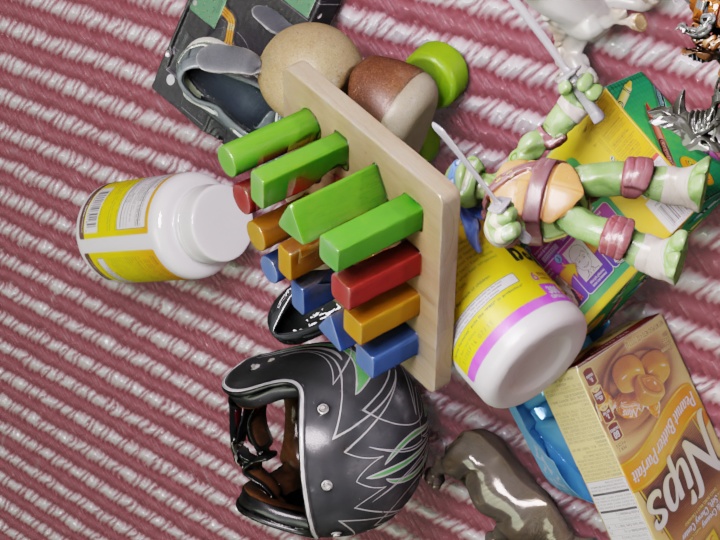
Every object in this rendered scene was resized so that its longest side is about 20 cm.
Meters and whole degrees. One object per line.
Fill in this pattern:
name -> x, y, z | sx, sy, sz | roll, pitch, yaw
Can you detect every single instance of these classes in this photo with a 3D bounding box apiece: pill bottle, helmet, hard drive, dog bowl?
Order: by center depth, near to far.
pill bottle -> 0.082, 0.007, 1.456 | 0.200, 0.104, 0.105 | 49, 141, 28
dog bowl -> 0.178, 0.106, 1.553 | 0.201, 0.111, 0.050 | 62, 155, 0
hard drive -> -0.103, -0.217, 1.682 | 0.140, 0.038, 0.201 | 39, 118, 26
helmet -> -0.027, 0.161, 1.740 | 0.190, 0.200, 0.201 | 7, 118, 36
pill bottle -> -0.200, -0.044, 1.887 | 0.199, 0.109, 0.110 | -3, 110, 50

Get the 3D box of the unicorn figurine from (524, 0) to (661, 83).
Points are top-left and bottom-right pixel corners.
unicorn figurine -> 0.160, -0.200, 1.390 | 0.200, 0.074, 0.137 | 47, 158, -24

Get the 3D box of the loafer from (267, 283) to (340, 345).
loafer -> 0.000, 0.000, 1.645 | 0.200, 0.070, 0.068 | -38, 92, 10

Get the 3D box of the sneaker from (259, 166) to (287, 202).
sneaker -> -0.027, -0.070, 1.700 | 0.201, 0.078, 0.089 | 58, 144, 6

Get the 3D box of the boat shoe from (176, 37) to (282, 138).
boat shoe -> -0.083, -0.128, 1.626 | 0.200, 0.062, 0.073 | 39, 111, -7

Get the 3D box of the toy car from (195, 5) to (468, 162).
toy car -> -0.039, -0.148, 1.563 | 0.199, 0.164, 0.158 | 35, 136, 11

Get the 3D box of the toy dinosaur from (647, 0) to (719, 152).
toy dinosaur -> 0.279, -0.146, 1.295 | 0.136, 0.102, 0.200 | -58, 37, 27

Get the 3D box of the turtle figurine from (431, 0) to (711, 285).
turtle figurine -> 0.151, -0.074, 1.322 | 0.193, 0.144, 0.201 | 15, 122, 14

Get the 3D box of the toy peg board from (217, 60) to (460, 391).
toy peg board -> -0.026, -0.019, 1.402 | 0.200, 0.097, 0.200 | 43, 146, 36

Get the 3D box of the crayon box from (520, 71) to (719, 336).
crayon box -> 0.192, -0.045, 1.458 | 0.119, 0.058, 0.200 | 51, 132, 14

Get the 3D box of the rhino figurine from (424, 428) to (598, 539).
rhino figurine -> 0.149, 0.227, 1.694 | 0.200, 0.060, 0.088 | 45, 139, 18

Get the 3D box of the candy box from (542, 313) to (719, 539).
candy box -> 0.237, 0.151, 1.501 | 0.055, 0.115, 0.201 | -21, 95, 53
